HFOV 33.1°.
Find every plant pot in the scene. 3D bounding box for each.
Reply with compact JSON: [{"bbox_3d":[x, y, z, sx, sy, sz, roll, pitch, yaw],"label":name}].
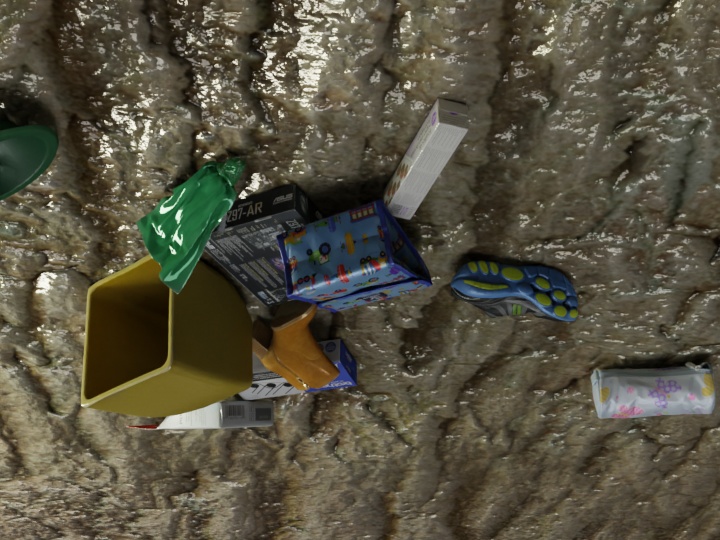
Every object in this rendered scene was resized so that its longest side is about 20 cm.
[{"bbox_3d":[-0.265,0.109,1.762,0.195,0.195,0.200,-24,145,33],"label":"plant pot"}]

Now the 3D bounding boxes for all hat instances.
[{"bbox_3d":[-0.494,-0.182,1.461,0.199,0.177,0.166,-24,163,-38],"label":"hat"}]

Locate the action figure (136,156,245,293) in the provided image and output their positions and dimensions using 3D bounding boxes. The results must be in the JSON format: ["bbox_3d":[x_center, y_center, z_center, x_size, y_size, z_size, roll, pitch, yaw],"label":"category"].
[{"bbox_3d":[-0.208,-0.077,1.561,0.055,0.118,0.200,-17,157,-52],"label":"action figure"}]

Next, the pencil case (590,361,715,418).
[{"bbox_3d":[0.477,0.195,1.973,0.198,0.084,0.091,-5,142,8],"label":"pencil case"}]

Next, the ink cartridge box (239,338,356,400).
[{"bbox_3d":[-0.113,0.162,1.968,0.199,0.044,0.094,-9,148,14],"label":"ink cartridge box"}]

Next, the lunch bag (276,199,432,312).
[{"bbox_3d":[0.000,0.000,1.619,0.150,0.095,0.200,-18,157,16],"label":"lunch bag"}]

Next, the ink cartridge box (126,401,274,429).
[{"bbox_3d":[-0.272,0.245,2.060,0.199,0.048,0.160,-3,174,28],"label":"ink cartridge box"}]

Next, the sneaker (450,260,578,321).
[{"bbox_3d":[0.223,0.032,1.746,0.198,0.071,0.083,11,160,-14],"label":"sneaker"}]

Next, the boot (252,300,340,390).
[{"bbox_3d":[-0.080,0.111,1.829,0.144,0.071,0.201,39,142,-18],"label":"boot"}]

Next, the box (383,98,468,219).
[{"bbox_3d":[0.078,-0.134,1.502,0.041,0.039,0.200,10,147,-15],"label":"box"}]

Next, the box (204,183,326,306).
[{"bbox_3d":[-0.111,-0.030,1.666,0.159,0.044,0.200,-15,144,23],"label":"box"}]
